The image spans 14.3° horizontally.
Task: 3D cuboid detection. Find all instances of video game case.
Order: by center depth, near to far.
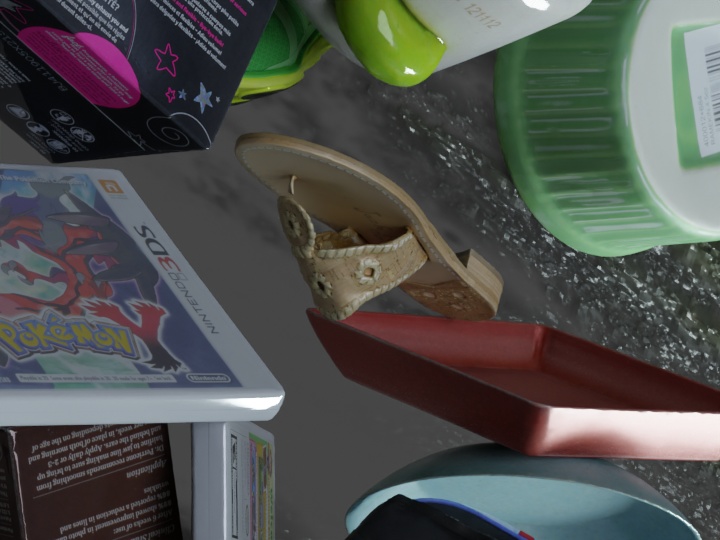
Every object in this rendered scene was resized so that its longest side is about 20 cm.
[{"bbox_3d":[-0.158,0.008,1.398,0.200,0.182,0.023,1,129,-42],"label":"video game case"},{"bbox_3d":[-0.065,0.177,1.486,0.182,0.022,0.200,52,36,-80],"label":"video game case"}]

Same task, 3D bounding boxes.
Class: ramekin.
[{"bbox_3d":[0.184,-0.108,1.742,0.200,0.098,0.200,-1,92,-42],"label":"ramekin"}]

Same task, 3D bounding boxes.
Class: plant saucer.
[{"bbox_3d":[0.092,0.133,1.607,0.201,0.201,0.039,26,59,-40],"label":"plant saucer"},{"bbox_3d":[0.099,0.067,1.610,0.199,0.200,0.037,5,102,-42],"label":"plant saucer"}]

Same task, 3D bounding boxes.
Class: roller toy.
[{"bbox_3d":[0.043,-0.207,1.510,0.182,0.140,0.200,-18,89,-59],"label":"roller toy"}]

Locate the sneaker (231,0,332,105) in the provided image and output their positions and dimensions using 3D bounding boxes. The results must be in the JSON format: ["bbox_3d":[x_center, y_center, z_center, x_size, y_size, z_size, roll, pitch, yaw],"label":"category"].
[{"bbox_3d":[-0.051,-0.144,1.550,0.200,0.074,0.084,-40,113,-47],"label":"sneaker"}]

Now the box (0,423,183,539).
[{"bbox_3d":[-0.144,0.158,1.446,0.100,0.075,0.200,-16,103,-40],"label":"box"}]

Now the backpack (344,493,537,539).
[{"bbox_3d":[0.054,0.222,1.546,0.190,0.154,0.200,38,64,6],"label":"backpack"}]

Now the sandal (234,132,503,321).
[{"bbox_3d":[0.004,0.000,1.597,0.212,0.078,0.070,34,62,-43],"label":"sandal"}]

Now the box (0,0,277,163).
[{"bbox_3d":[-0.156,-0.156,1.410,0.200,0.132,0.115,42,61,-35],"label":"box"}]
